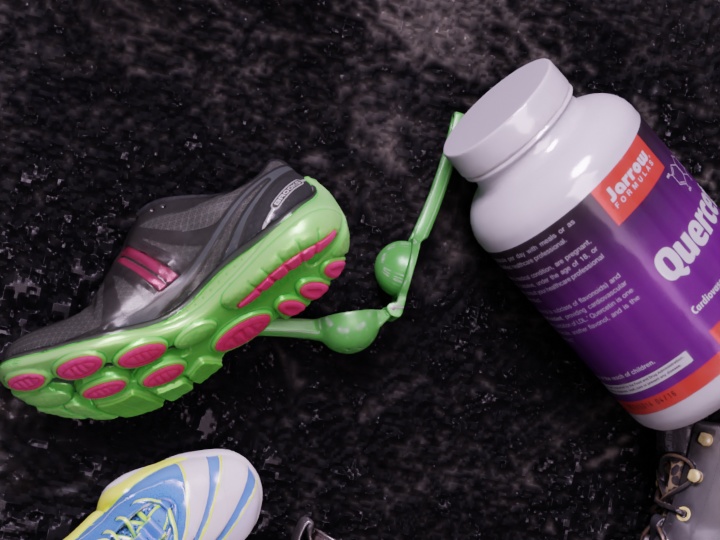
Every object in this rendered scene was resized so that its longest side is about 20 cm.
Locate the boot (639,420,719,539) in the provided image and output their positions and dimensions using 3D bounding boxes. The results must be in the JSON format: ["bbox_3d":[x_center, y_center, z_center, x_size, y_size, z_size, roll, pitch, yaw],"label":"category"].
[{"bbox_3d":[0.163,0.157,1.469,0.198,0.073,0.152,15,78,-14],"label":"boot"}]

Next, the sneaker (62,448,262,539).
[{"bbox_3d":[-0.127,0.164,1.361,0.199,0.105,0.076,-33,102,-14],"label":"sneaker"}]

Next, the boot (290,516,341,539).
[{"bbox_3d":[0.005,0.252,1.431,0.200,0.069,0.175,39,78,-18],"label":"boot"}]

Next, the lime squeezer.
[{"bbox_3d":[0.000,0.000,1.439,0.200,0.038,0.071,-39,72,-12],"label":"lime squeezer"}]

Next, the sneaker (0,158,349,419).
[{"bbox_3d":[-0.101,0.011,1.388,0.199,0.084,0.077,-29,143,-3],"label":"sneaker"}]

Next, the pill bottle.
[{"bbox_3d":[0.138,-0.016,1.437,0.112,0.112,0.200,-45,105,-11],"label":"pill bottle"}]
